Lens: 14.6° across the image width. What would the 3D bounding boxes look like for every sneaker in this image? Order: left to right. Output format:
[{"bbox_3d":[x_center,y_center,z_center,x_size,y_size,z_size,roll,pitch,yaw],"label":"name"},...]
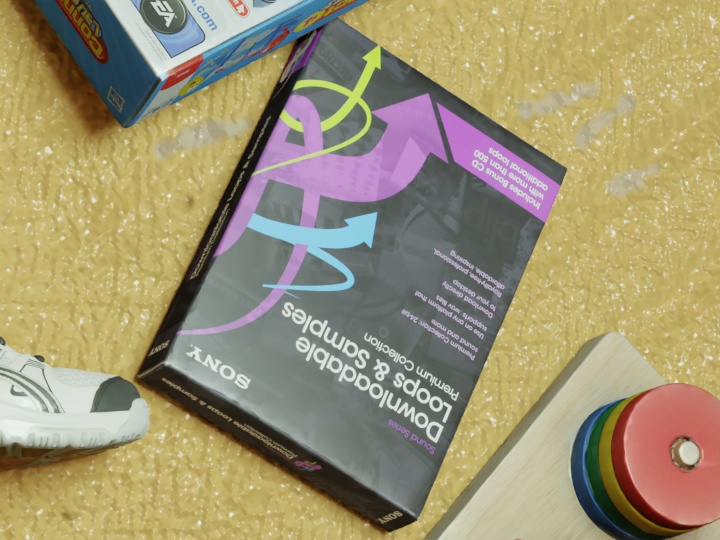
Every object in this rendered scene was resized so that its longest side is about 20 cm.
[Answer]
[{"bbox_3d":[-0.181,0.036,1.174,0.200,0.076,0.088,5,74,-27],"label":"sneaker"}]

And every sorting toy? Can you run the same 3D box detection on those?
[{"bbox_3d":[0.138,0.158,1.309,0.199,0.070,0.200,47,61,-8],"label":"sorting toy"}]

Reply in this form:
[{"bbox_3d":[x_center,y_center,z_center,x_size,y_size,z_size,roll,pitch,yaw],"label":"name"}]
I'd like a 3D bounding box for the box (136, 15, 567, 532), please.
[{"bbox_3d":[0.000,0.000,1.302,0.143,0.036,0.200,32,64,-16],"label":"box"}]

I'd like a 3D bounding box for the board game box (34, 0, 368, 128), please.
[{"bbox_3d":[-0.079,-0.194,1.286,0.196,0.056,0.200,-30,81,-31],"label":"board game box"}]
